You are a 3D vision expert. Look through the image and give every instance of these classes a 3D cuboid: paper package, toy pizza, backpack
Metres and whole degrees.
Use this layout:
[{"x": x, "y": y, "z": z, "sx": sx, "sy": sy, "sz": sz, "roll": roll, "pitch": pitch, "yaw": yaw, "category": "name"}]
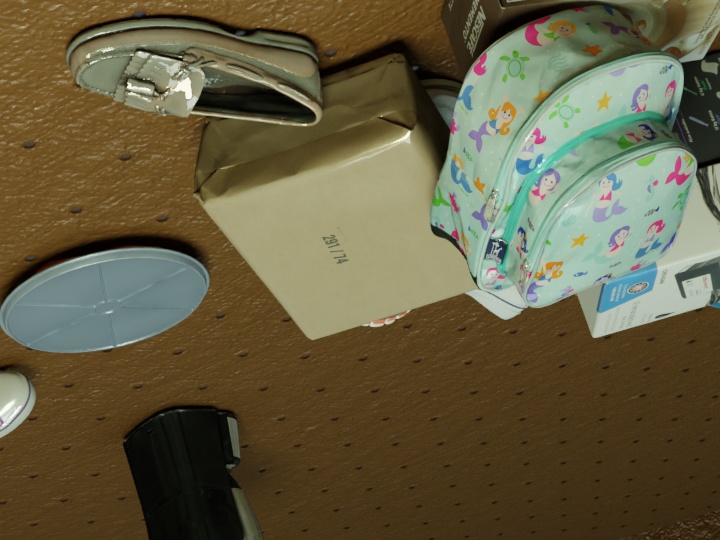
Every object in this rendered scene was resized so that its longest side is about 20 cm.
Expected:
[{"x": -0.005, "y": -0.057, "z": 1.247, "sx": 0.190, "sy": 0.104, "sz": 0.200, "roll": -17, "pitch": 137, "yaw": 18, "category": "paper package"}, {"x": -0.242, "y": 0.022, "z": 1.444, "sx": 0.199, "sy": 0.032, "sz": 0.200, "roll": -14, "pitch": 155, "yaw": -7, "category": "toy pizza"}, {"x": 0.150, "y": -0.084, "z": 1.103, "sx": 0.177, "sy": 0.151, "sz": 0.200, "roll": -19, "pitch": 136, "yaw": -25, "category": "backpack"}]

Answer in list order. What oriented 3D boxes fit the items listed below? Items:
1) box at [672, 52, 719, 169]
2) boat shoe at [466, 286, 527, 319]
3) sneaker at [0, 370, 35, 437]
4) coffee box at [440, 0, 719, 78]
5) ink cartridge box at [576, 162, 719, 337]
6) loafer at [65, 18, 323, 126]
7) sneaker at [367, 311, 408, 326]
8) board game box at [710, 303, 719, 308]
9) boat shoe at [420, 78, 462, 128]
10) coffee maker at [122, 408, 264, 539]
[{"x": 0.255, "y": -0.108, "z": 1.387, "sx": 0.199, "sy": 0.106, "sz": 0.122, "roll": -14, "pitch": 157, "yaw": -7, "category": "box"}, {"x": 0.107, "y": -0.018, "z": 1.417, "sx": 0.067, "sy": 0.074, "sz": 0.200, "roll": -36, "pitch": 146, "yaw": 22, "category": "boat shoe"}, {"x": -0.433, "y": 0.136, "z": 1.525, "sx": 0.200, "sy": 0.073, "sz": 0.114, "roll": -17, "pitch": 154, "yaw": 0, "category": "sneaker"}, {"x": 0.174, "y": -0.206, "z": 1.148, "sx": 0.199, "sy": 0.080, "sz": 0.114, "roll": -11, "pitch": 154, "yaw": -14, "category": "coffee box"}, {"x": 0.293, "y": -0.025, "z": 1.356, "sx": 0.199, "sy": 0.084, "sz": 0.145, "roll": -16, "pitch": 158, "yaw": -2, "category": "ink cartridge box"}, {"x": -0.115, "y": -0.141, "z": 1.126, "sx": 0.199, "sy": 0.063, "sz": 0.072, "roll": -2, "pitch": 152, "yaw": -30, "category": "loafer"}, {"x": 0.000, "y": 0.000, "z": 1.505, "sx": 0.200, "sy": 0.077, "sz": 0.082, "roll": 9, "pitch": 140, "yaw": -45, "category": "sneaker"}, {"x": 0.496, "y": -0.025, "z": 1.786, "sx": 0.200, "sy": 0.064, "sz": 0.147, "roll": -33, "pitch": 152, "yaw": 35, "category": "board game box"}, {"x": 0.083, "y": -0.103, "z": 1.333, "sx": 0.075, "sy": 0.069, "sz": 0.200, "roll": -24, "pitch": 155, "yaw": 17, "category": "boat shoe"}, {"x": -0.204, "y": 0.269, "z": 1.803, "sx": 0.134, "sy": 0.201, "sz": 0.192, "roll": -26, "pitch": 157, "yaw": 17, "category": "coffee maker"}]
